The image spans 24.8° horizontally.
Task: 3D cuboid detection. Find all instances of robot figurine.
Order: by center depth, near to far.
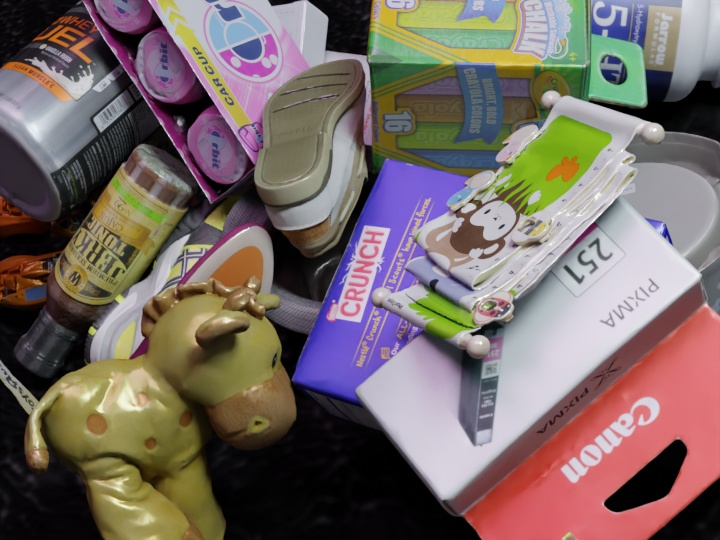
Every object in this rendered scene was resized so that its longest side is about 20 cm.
[{"bbox_3d":[-0.247,-0.029,1.382,0.199,0.058,0.146,-11,72,28],"label":"robot figurine"}]

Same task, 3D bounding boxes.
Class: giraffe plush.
[{"bbox_3d":[-0.112,0.080,1.043,0.162,0.200,0.173,-34,30,7],"label":"giraffe plush"}]

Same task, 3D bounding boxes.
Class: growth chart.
[{"bbox_3d":[0.091,-0.033,0.984,0.200,0.018,0.144,-48,30,-16],"label":"growth chart"}]

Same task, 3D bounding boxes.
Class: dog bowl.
[{"bbox_3d":[0.187,-0.018,1.159,0.198,0.059,0.201,-15,34,10],"label":"dog bowl"}]

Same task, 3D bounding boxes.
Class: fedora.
[{"bbox_3d":[0.000,0.000,1.211,0.199,0.091,0.177,27,58,39],"label":"fedora"}]

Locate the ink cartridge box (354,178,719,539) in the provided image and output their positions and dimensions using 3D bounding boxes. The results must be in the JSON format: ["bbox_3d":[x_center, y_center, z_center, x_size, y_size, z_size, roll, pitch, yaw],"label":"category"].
[{"bbox_3d":[0.124,0.072,0.946,0.200,0.044,0.174,-40,60,-2],"label":"ink cartridge box"}]

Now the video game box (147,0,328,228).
[{"bbox_3d":[-0.121,-0.120,1.393,0.181,0.047,0.202,-1,75,29],"label":"video game box"}]

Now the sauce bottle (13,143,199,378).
[{"bbox_3d":[-0.203,-0.003,1.288,0.201,0.064,0.065,-55,31,13],"label":"sauce bottle"}]

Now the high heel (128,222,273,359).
[{"bbox_3d":[-0.126,0.044,1.178,0.201,0.067,0.096,-65,23,12],"label":"high heel"}]

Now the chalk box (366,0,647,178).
[{"bbox_3d":[0.107,-0.150,1.181,0.198,0.124,0.125,1,52,4],"label":"chalk box"}]

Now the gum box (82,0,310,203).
[{"bbox_3d":[-0.116,-0.166,1.266,0.066,0.201,0.113,-36,-4,43],"label":"gum box"}]

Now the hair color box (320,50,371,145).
[{"bbox_3d":[0.036,-0.117,1.344,0.199,0.061,0.102,15,85,43],"label":"hair color box"}]

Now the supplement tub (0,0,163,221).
[{"bbox_3d":[-0.217,-0.144,1.321,0.122,0.123,0.200,13,49,41],"label":"supplement tub"}]

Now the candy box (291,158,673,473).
[{"bbox_3d":[0.081,0.033,1.045,0.199,0.077,0.170,16,71,23],"label":"candy box"}]

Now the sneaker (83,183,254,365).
[{"bbox_3d":[-0.126,0.017,1.277,0.076,0.076,0.201,32,76,23],"label":"sneaker"}]

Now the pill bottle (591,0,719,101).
[{"bbox_3d":[0.218,-0.197,1.303,0.198,0.121,0.120,5,37,3],"label":"pill bottle"}]

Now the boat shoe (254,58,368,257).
[{"bbox_3d":[-0.032,-0.085,1.194,0.074,0.069,0.201,-8,32,19],"label":"boat shoe"}]
